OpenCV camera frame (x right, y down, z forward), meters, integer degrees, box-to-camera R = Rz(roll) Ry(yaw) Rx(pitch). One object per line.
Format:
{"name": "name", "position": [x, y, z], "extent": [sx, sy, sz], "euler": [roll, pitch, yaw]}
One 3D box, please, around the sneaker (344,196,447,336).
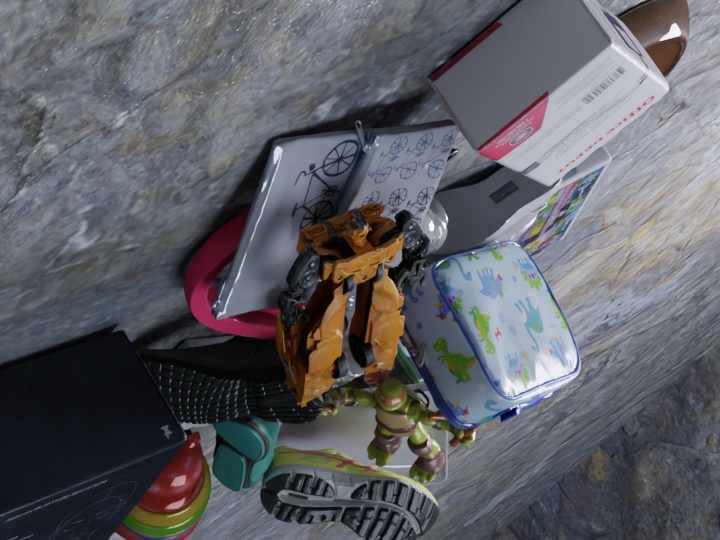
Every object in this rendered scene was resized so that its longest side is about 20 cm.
{"name": "sneaker", "position": [0.000, 0.000, 1.677], "extent": [0.080, 0.071, 0.201], "euler": [-24, 160, -46]}

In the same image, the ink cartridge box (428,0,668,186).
{"name": "ink cartridge box", "position": [0.166, -0.160, 1.517], "extent": [0.144, 0.085, 0.200], "euler": [-38, 161, 16]}

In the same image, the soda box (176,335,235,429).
{"name": "soda box", "position": [-0.125, 0.107, 1.759], "extent": [0.068, 0.064, 0.199], "euler": [-40, 164, 23]}

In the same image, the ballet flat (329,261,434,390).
{"name": "ballet flat", "position": [0.025, 0.048, 1.792], "extent": [0.201, 0.072, 0.072], "euler": [-52, 165, -4]}

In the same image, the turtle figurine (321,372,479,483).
{"name": "turtle figurine", "position": [0.029, 0.144, 1.747], "extent": [0.162, 0.197, 0.065], "euler": [77, 25, -58]}

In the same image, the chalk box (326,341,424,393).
{"name": "chalk box", "position": [0.042, 0.084, 1.917], "extent": [0.123, 0.125, 0.200], "euler": [-17, 158, -45]}

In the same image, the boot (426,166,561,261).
{"name": "boot", "position": [0.119, -0.043, 1.785], "extent": [0.199, 0.074, 0.096], "euler": [-27, 156, -28]}

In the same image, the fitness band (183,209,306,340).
{"name": "fitness band", "position": [-0.070, 0.000, 1.547], "extent": [0.143, 0.038, 0.199], "euler": [-43, 149, 24]}

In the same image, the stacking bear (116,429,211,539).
{"name": "stacking bear", "position": [-0.202, 0.205, 1.778], "extent": [0.121, 0.114, 0.200], "euler": [-28, 166, -19]}

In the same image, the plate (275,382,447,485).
{"name": "plate", "position": [-0.005, 0.177, 1.868], "extent": [0.197, 0.033, 0.200], "euler": [-7, 146, -3]}

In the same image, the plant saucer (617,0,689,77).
{"name": "plant saucer", "position": [0.241, -0.185, 1.698], "extent": [0.199, 0.035, 0.201], "euler": [-31, 163, -10]}

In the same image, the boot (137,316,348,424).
{"name": "boot", "position": [-0.115, 0.077, 1.641], "extent": [0.197, 0.131, 0.068], "euler": [5, 128, 5]}

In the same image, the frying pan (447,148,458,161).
{"name": "frying pan", "position": [0.005, -0.056, 1.614], "extent": [0.189, 0.031, 0.115], "euler": [-13, 155, -45]}

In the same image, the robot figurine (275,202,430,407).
{"name": "robot figurine", "position": [-0.014, 0.024, 1.485], "extent": [0.144, 0.058, 0.201], "euler": [-21, 142, -24]}

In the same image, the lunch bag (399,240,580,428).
{"name": "lunch bag", "position": [0.122, 0.063, 1.687], "extent": [0.082, 0.162, 0.199], "euler": [-34, 169, 32]}

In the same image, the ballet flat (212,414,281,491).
{"name": "ballet flat", "position": [-0.108, 0.154, 1.725], "extent": [0.071, 0.067, 0.200], "euler": [-53, 173, -24]}

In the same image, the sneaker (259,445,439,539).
{"name": "sneaker", "position": [-0.011, 0.221, 1.826], "extent": [0.198, 0.091, 0.079], "euler": [18, 111, -18]}

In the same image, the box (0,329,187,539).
{"name": "box", "position": [-0.287, 0.174, 1.515], "extent": [0.199, 0.125, 0.197], "euler": [-19, 160, -42]}

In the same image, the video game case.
{"name": "video game case", "position": [0.182, -0.050, 1.998], "extent": [0.181, 0.023, 0.200], "euler": [-28, 162, -22]}

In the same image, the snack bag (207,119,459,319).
{"name": "snack bag", "position": [-0.020, -0.043, 1.474], "extent": [0.198, 0.021, 0.190], "euler": [-8, 134, -39]}
